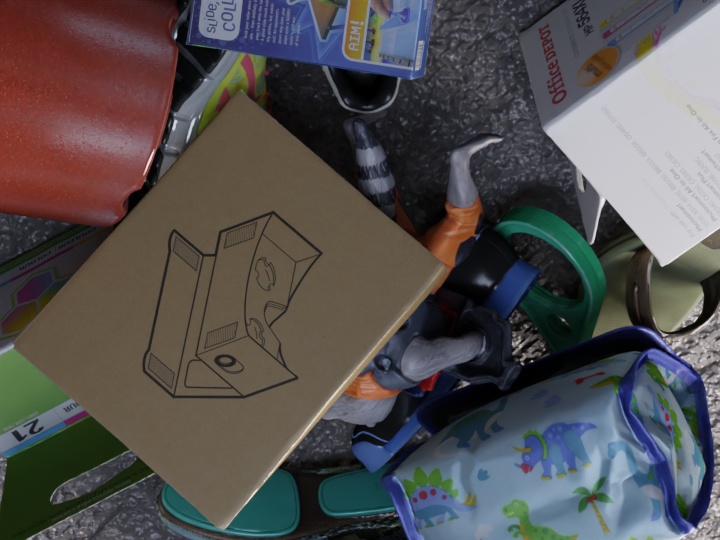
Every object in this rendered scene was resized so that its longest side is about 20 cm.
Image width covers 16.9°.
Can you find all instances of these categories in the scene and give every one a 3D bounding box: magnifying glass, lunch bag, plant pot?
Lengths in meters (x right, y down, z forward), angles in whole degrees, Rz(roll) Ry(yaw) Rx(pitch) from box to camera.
[{"bbox_3d":[0.133,0.039,1.568,0.080,0.022,0.200,18,144,37],"label":"magnifying glass"},{"bbox_3d":[0.124,0.117,1.498,0.170,0.200,0.127,-22,92,18],"label":"lunch bag"},{"bbox_3d":[-0.218,-0.116,1.384,0.195,0.201,0.201,14,120,-20],"label":"plant pot"}]

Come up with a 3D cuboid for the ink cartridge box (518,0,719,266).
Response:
[{"bbox_3d":[0.194,-0.113,1.434,0.200,0.129,0.125,-36,117,16],"label":"ink cartridge box"}]

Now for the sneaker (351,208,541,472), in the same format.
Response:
[{"bbox_3d":[0.036,0.044,1.565,0.078,0.070,0.200,39,123,5],"label":"sneaker"}]

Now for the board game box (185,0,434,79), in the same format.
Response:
[{"bbox_3d":[-0.018,-0.215,1.352,0.135,0.034,0.200,10,99,12],"label":"board game box"}]

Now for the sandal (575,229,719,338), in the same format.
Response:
[{"bbox_3d":[0.196,0.007,1.519,0.080,0.057,0.201,19,148,-16],"label":"sandal"}]

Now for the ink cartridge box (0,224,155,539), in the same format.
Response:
[{"bbox_3d":[-0.177,0.061,1.478,0.148,0.200,0.076,-27,119,13],"label":"ink cartridge box"}]

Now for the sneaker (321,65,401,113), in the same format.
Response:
[{"bbox_3d":[0.006,-0.185,1.405,0.076,0.088,0.200,-5,120,2],"label":"sneaker"}]

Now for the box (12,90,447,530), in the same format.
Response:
[{"bbox_3d":[-0.074,0.022,1.395,0.163,0.021,0.200,40,84,9],"label":"box"}]

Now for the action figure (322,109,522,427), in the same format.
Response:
[{"bbox_3d":[0.000,0.000,1.471,0.200,0.105,0.194,13,100,34],"label":"action figure"}]

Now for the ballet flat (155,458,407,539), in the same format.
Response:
[{"bbox_3d":[-0.036,0.169,1.634,0.200,0.074,0.074,-1,121,2],"label":"ballet flat"}]

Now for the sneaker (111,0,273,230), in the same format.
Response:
[{"bbox_3d":[-0.085,-0.108,1.464,0.090,0.078,0.200,9,118,-39],"label":"sneaker"}]
